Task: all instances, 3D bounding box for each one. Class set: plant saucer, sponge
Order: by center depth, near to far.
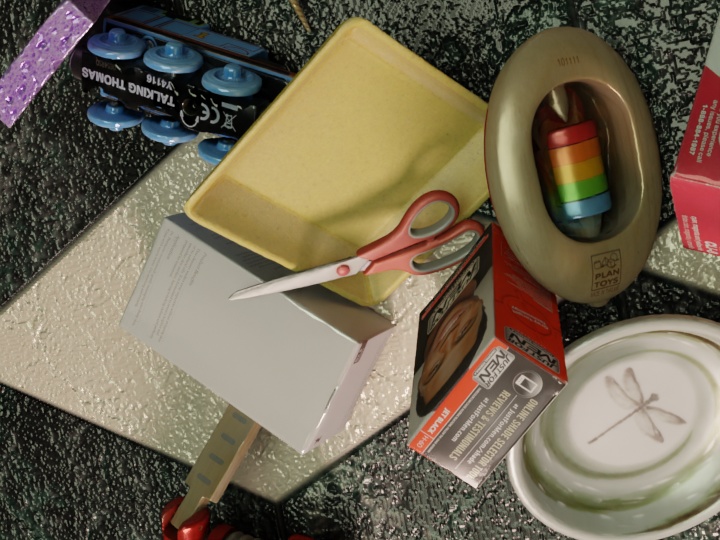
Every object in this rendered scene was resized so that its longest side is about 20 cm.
[{"bbox_3d":[0.198,0.107,0.908,0.199,0.050,0.201,-3,120,-6],"label":"plant saucer"},{"bbox_3d":[-0.002,-0.083,0.946,0.200,0.200,0.049,-45,39,23],"label":"plant saucer"},{"bbox_3d":[-0.233,-0.195,1.004,0.030,0.200,0.112,38,112,-16],"label":"sponge"}]

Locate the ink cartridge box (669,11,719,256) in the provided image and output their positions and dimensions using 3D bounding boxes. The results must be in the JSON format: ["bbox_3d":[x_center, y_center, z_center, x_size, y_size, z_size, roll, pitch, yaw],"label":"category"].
[{"bbox_3d":[0.313,-0.076,0.780,0.199,0.145,0.146,15,77,22],"label":"ink cartridge box"}]

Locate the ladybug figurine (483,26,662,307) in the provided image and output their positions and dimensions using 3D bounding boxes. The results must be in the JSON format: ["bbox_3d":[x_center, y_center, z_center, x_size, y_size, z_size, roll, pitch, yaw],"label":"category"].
[{"bbox_3d":[0.146,-0.071,0.901,0.072,0.135,0.201,-171,70,-67],"label":"ladybug figurine"}]

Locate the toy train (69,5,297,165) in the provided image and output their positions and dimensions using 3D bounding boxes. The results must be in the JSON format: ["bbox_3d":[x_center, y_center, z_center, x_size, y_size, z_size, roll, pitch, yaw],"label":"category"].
[{"bbox_3d":[-0.131,-0.149,1.005,0.199,0.114,0.087,19,122,20],"label":"toy train"}]

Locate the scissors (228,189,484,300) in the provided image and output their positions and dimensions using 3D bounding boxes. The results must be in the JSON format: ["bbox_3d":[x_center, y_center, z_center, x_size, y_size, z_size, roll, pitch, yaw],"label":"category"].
[{"bbox_3d":[0.000,0.000,0.979,0.199,0.014,0.073,-27,131,7],"label":"scissors"}]

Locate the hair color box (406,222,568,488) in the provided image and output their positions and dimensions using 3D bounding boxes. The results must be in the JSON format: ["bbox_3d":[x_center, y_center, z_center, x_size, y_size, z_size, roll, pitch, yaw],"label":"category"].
[{"bbox_3d":[0.088,0.053,0.891,0.061,0.200,0.102,33,111,-9],"label":"hair color box"}]

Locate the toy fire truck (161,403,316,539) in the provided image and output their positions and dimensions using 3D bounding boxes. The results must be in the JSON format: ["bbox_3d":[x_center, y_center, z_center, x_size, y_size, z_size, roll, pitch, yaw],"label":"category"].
[{"bbox_3d":[-0.090,0.227,1.043,0.175,0.129,0.201,13,124,22],"label":"toy fire truck"}]

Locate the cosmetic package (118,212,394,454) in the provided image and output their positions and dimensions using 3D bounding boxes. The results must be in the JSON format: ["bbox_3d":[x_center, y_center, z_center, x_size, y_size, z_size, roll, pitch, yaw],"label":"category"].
[{"bbox_3d":[-0.086,0.046,1.037,0.200,0.081,0.113,33,110,14],"label":"cosmetic package"}]

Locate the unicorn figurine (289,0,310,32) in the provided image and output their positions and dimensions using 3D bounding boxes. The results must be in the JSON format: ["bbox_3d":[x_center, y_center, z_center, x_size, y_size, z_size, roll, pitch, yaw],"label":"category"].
[{"bbox_3d":[-0.139,-0.267,0.995,0.200,0.137,0.074,41,124,28],"label":"unicorn figurine"}]
